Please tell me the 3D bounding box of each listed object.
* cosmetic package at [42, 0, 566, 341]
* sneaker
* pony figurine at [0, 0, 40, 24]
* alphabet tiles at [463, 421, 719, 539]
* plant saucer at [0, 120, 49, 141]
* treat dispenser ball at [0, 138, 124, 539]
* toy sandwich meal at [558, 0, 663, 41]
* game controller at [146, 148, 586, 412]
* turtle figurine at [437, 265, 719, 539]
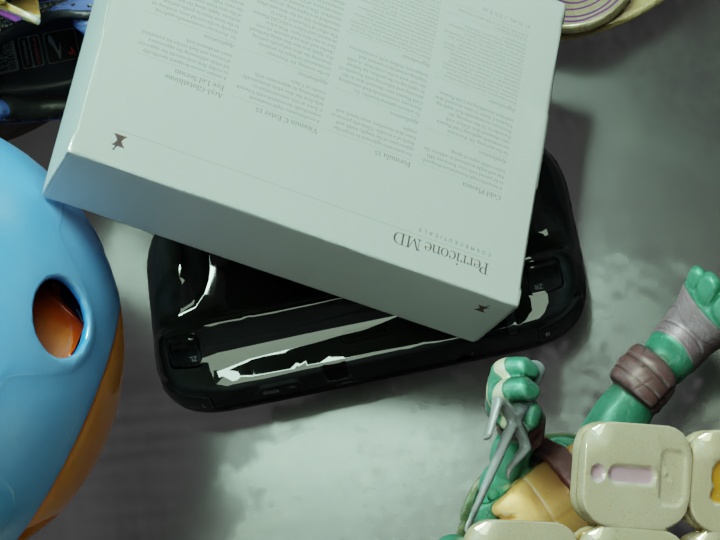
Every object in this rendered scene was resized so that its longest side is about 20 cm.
[{"bbox_3d":[-0.019,-0.073,0.933,0.199,0.052,0.152,19,61,-15],"label":"cosmetic package"},{"bbox_3d":[-0.104,-0.105,1.000,0.199,0.078,0.076,-21,112,-4],"label":"sneaker"},{"bbox_3d":[-0.188,-0.187,0.987,0.199,0.166,0.195,9,76,38],"label":"pony figurine"},{"bbox_3d":[0.122,0.162,0.863,0.194,0.015,0.202,5,87,-25],"label":"alphabet tiles"},{"bbox_3d":[-0.197,-0.160,1.070,0.198,0.029,0.202,-2,82,14],"label":"plant saucer"},{"bbox_3d":[-0.199,0.034,0.930,0.199,0.201,0.203,-3,71,9],"label":"treat dispenser ball"},{"bbox_3d":[0.086,-0.207,1.031,0.203,0.070,0.207,-3,71,9],"label":"toy sandwich meal"},{"bbox_3d":[0.000,0.000,0.999,0.198,0.042,0.105,-11,55,6],"label":"game controller"},{"bbox_3d":[0.091,0.095,0.909,0.199,0.101,0.150,-35,103,-17],"label":"turtle figurine"}]
